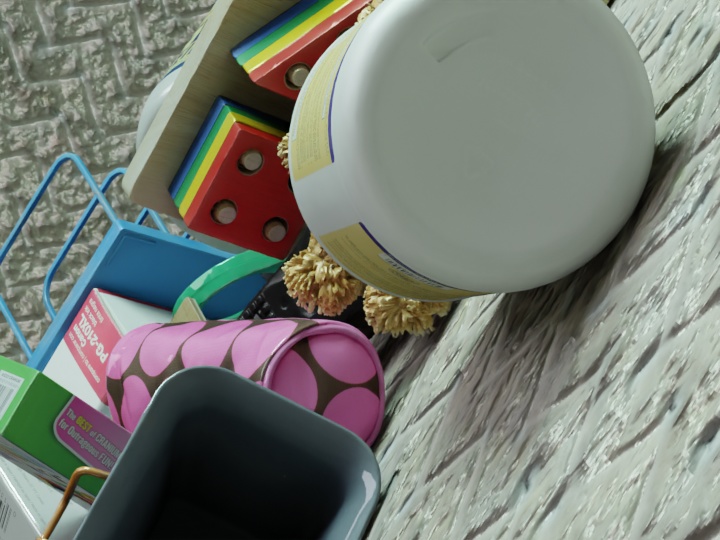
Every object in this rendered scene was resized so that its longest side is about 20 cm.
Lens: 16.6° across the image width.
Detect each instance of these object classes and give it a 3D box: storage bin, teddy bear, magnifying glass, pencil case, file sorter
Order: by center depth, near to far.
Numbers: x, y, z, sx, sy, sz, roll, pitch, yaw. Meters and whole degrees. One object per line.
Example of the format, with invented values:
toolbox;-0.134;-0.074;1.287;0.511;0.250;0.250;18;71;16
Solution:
storage bin;-0.097;0.169;1.255;0.200;0.145;0.134;-63;-2;-29
teddy bear;0.021;-0.063;1.362;0.200;0.145;0.067;-59;-33;4
pencil case;-0.070;0.075;1.400;0.091;0.094;0.200;-18;9;-30
magnifying glass;-0.031;-0.011;1.588;0.200;0.022;0.080;-33;-26;2
file sorter;-0.151;0.011;1.827;0.139;0.200;0.123;-56;43;21

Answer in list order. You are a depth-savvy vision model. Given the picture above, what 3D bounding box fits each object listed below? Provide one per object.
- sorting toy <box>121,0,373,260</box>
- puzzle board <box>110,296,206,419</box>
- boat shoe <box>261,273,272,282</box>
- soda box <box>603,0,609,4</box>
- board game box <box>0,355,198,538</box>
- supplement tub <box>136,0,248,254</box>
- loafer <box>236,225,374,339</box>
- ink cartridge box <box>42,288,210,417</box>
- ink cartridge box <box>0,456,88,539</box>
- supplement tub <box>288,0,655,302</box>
sorting toy;-0.008;-0.088;1.485;0.199;0.199;0.070;-60;33;16
puzzle board;-0.106;0.134;1.513;0.151;0.017;0.200;-57;39;21
boat shoe;-0.001;-0.058;1.747;0.200;0.065;0.072;-56;5;16
soda box;0.142;-0.220;1.435;0.200;0.068;0.064;-57;7;13
board game box;-0.155;0.109;1.403;0.153;0.200;0.040;16;72;54
supplement tub;-0.053;-0.117;1.658;0.145;0.145;0.200;-53;6;37
loafer;0.000;0.000;1.459;0.071;0.073;0.200;-1;-34;-51
ink cartridge box;-0.169;0.128;1.764;0.200;0.144;0.084;-57;43;18
ink cartridge box;-0.199;0.221;1.531;0.045;0.200;0.177;-12;-41;-36
supplement tub;0.044;-0.059;1.145;0.146;0.145;0.200;-60;8;-7
